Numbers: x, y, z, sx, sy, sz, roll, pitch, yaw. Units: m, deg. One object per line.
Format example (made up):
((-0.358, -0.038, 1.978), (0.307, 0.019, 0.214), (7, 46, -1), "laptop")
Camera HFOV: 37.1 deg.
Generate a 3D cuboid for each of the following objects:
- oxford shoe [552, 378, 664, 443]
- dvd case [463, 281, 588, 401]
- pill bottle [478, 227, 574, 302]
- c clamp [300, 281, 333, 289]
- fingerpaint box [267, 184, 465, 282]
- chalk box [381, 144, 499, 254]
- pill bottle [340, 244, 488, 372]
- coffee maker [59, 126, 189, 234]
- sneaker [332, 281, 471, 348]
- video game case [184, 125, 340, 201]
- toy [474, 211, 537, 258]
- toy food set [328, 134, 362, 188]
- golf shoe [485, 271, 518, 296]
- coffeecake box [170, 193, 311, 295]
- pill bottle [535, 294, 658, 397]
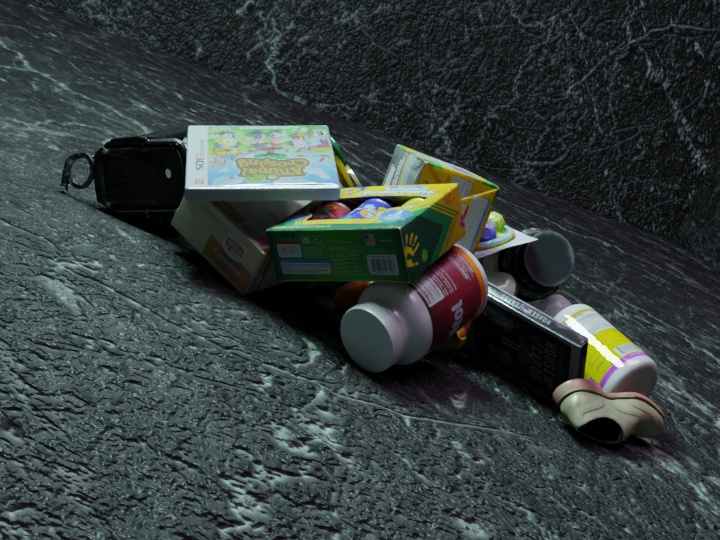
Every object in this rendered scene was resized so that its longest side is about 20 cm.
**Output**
((0.342, 0.207, 1.446), (0.198, 0.071, 0.075), (15, 40, -30), "oxford shoe")
((0.223, 0.100, 1.492), (0.199, 0.152, 0.025), (31, 58, 30), "dvd case")
((0.259, -0.005, 1.697), (0.110, 0.114, 0.200), (20, -11, -12), "pill bottle")
((0.000, 0.000, 1.514), (0.197, 0.028, 0.171), (-15, -2, -21), "c clamp")
((0.009, -0.051, 1.368), (0.197, 0.075, 0.167), (1, 22, 32), "fingerpaint box")
((0.100, -0.101, 1.576), (0.122, 0.126, 0.200), (18, 11, -16), "chalk box")
((0.068, 0.049, 1.365), (0.112, 0.114, 0.199), (30, 39, 28), "pill bottle")
((-0.301, -0.153, 1.571), (0.190, 0.136, 0.200), (23, 13, 5), "coffee maker")
((0.056, 0.060, 1.487), (0.197, 0.078, 0.073), (10, -30, 6), "sneaker")
((-0.132, -0.145, 1.422), (0.196, 0.022, 0.183), (-1, 34, -8), "video game case")
((0.181, -0.063, 1.645), (0.113, 0.048, 0.200), (-18, 10, -8), "toy")
((-0.026, -0.106, 1.581), (0.202, 0.048, 0.198), (60, -6, -1), "toy food set")
((0.145, 0.026, 1.573), (0.197, 0.089, 0.078), (-10, 43, -16), "golf shoe")
((-0.136, -0.058, 1.485), (0.153, 0.074, 0.199), (43, 29, 20), "coffeecake box")
((0.342, 0.121, 1.601), (0.103, 0.105, 0.200), (11, 25, -41), "pill bottle")
